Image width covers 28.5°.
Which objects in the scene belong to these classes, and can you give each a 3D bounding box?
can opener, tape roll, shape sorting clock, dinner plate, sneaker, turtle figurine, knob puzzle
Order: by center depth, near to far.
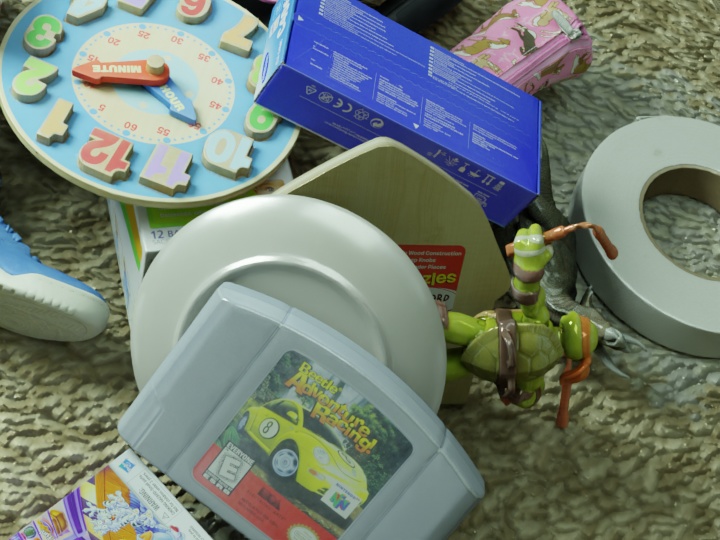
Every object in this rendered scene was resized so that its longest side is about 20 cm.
[{"bbox_3d":[-0.047,0.055,0.861,0.198,0.202,0.024,23,20,2],"label":"dinner plate"},{"bbox_3d":[0.083,0.052,0.900,0.159,0.201,0.065,-4,50,-1],"label":"turtle figurine"},{"bbox_3d":[0.000,0.000,0.905,0.217,0.221,0.031,1,35,-14],"label":"knob puzzle"},{"bbox_3d":[-0.133,-0.122,0.914,0.198,0.039,0.202,7,56,-11],"label":"shape sorting clock"},{"bbox_3d":[-0.245,-0.033,0.927,0.198,0.077,0.112,17,63,5],"label":"sneaker"},{"bbox_3d":[0.256,-0.029,1.083,0.200,0.037,0.205,7,55,-10],"label":"tape roll"},{"bbox_3d":[0.023,-0.190,1.125,0.063,0.079,0.200,5,40,38],"label":"can opener"}]

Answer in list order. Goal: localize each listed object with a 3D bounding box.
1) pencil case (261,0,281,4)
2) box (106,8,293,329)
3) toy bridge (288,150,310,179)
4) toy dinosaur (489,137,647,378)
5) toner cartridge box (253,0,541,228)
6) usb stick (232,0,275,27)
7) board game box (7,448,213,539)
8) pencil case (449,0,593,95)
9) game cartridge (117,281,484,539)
[{"bbox_3d":[-0.027,-0.240,1.043,0.093,0.092,0.200,26,20,17],"label":"pencil case"},{"bbox_3d":[-0.116,-0.071,0.972,0.111,0.102,0.202,-4,58,-18],"label":"box"},{"bbox_3d":[-0.034,-0.054,1.006,0.067,0.027,0.201,21,38,-58],"label":"toy bridge"},{"bbox_3d":[0.127,-0.013,1.020,0.077,0.102,0.201,-30,44,18],"label":"toy dinosaur"},{"bbox_3d":[0.030,-0.113,0.953,0.199,0.043,0.096,25,46,-19],"label":"toner cartridge box"},{"bbox_3d":[-0.061,-0.236,1.141,0.055,0.033,0.201,26,54,12],"label":"usb stick"},{"bbox_3d":[-0.121,0.220,0.812,0.200,0.045,0.134,44,57,15],"label":"board game box"},{"bbox_3d":[0.090,-0.140,1.082,0.083,0.087,0.199,41,59,21],"label":"pencil case"},{"bbox_3d":[-0.031,0.105,0.844,0.199,0.134,0.041,37,15,-4],"label":"game cartridge"}]
